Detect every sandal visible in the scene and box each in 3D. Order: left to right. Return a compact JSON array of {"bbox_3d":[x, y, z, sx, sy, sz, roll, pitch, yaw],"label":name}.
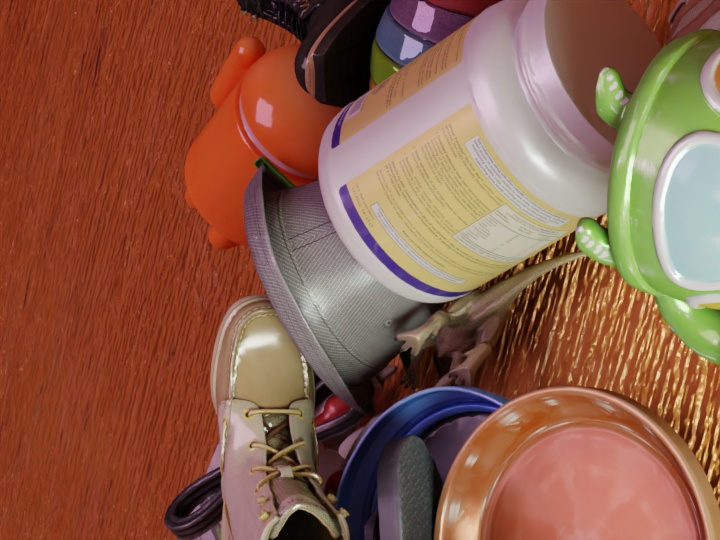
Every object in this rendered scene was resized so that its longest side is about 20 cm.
[{"bbox_3d":[0.024,0.201,1.434,0.043,0.076,0.201,-5,85,24],"label":"sandal"}]

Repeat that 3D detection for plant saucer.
[{"bbox_3d":[0.129,0.168,1.377,0.200,0.032,0.201,-2,86,40],"label":"plant saucer"}]

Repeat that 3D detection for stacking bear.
[{"bbox_3d":[0.052,-0.122,1.613,0.114,0.121,0.201,53,135,51],"label":"stacking bear"}]

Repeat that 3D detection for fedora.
[{"bbox_3d":[0.000,0.000,1.578,0.090,0.200,0.177,-25,59,12],"label":"fedora"}]

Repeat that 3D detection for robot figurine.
[{"bbox_3d":[-0.059,-0.093,1.797,0.200,0.116,0.144,-48,30,46],"label":"robot figurine"}]

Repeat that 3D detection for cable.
[{"bbox_3d":[-0.051,0.129,1.692,0.200,0.050,0.097,-51,37,-6],"label":"cable"}]

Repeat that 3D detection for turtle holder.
[{"bbox_3d":[0.199,-0.031,1.265,0.131,0.141,0.186,18,94,34],"label":"turtle holder"}]

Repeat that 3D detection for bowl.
[{"bbox_3d":[0.068,0.173,1.478,0.200,0.039,0.202,-2,86,41],"label":"bowl"}]

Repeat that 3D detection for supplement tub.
[{"bbox_3d":[0.086,-0.080,1.466,0.200,0.145,0.146,-31,53,39],"label":"supplement tub"}]

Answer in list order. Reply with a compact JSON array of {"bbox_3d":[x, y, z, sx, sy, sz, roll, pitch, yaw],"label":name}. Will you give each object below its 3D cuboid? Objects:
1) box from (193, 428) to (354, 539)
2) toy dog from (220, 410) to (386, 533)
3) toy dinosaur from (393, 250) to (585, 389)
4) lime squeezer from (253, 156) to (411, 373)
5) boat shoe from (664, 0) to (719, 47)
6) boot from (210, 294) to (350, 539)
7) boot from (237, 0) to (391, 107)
[{"bbox_3d":[-0.071,0.178,1.802,0.201,0.041,0.156,-66,31,22],"label":"box"},{"bbox_3d":[-0.006,0.176,1.642,0.200,0.096,0.132,-25,71,42],"label":"toy dog"},{"bbox_3d":[0.075,0.032,1.531,0.101,0.058,0.200,-44,-1,-39],"label":"toy dinosaur"},{"bbox_3d":[-0.001,-0.005,1.717,0.038,0.071,0.200,-37,73,5],"label":"lime squeezer"},{"bbox_3d":[0.230,-0.163,1.324,0.200,0.075,0.072,-43,42,46],"label":"boat shoe"},{"bbox_3d":[-0.051,0.126,1.521,0.155,0.072,0.201,-139,49,-73],"label":"boot"},{"bbox_3d":[-0.044,-0.176,1.683,0.200,0.138,0.078,-47,-35,-60],"label":"boot"}]
